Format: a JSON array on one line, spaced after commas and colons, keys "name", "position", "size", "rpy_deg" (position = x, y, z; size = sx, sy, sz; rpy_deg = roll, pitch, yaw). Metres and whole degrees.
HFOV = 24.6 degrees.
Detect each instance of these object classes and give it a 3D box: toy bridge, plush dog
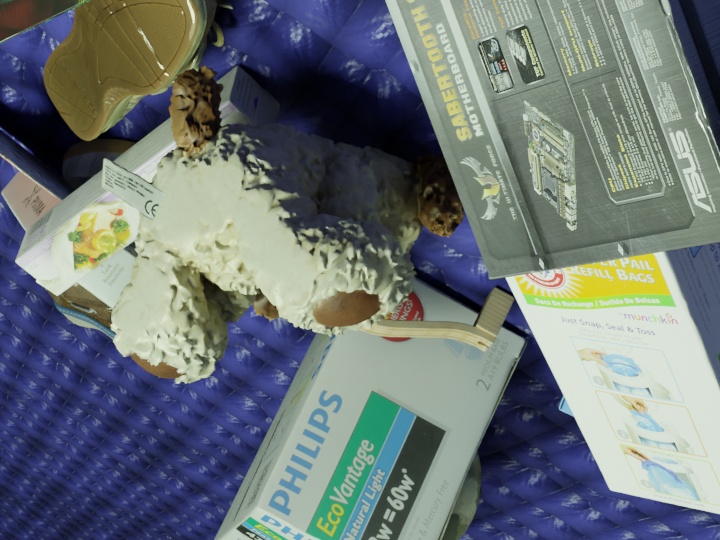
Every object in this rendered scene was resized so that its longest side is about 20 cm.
[{"name": "toy bridge", "position": [0.000, 0.000, 1.076], "size": [0.199, 0.068, 0.027], "rpy_deg": [29, 158, -3]}, {"name": "plush dog", "position": [-0.037, -0.030, 0.953], "size": [0.199, 0.162, 0.171], "rpy_deg": [-19, 168, 35]}]

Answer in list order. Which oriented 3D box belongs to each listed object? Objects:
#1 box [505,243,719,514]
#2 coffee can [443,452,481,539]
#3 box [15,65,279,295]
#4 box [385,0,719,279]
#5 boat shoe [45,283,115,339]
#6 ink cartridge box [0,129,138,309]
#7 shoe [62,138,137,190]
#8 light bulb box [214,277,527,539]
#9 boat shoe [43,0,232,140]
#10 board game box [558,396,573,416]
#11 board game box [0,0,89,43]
[{"name": "box", "position": [0.158, 0.014, 0.823], "size": [0.101, 0.113, 0.201], "rpy_deg": [8, 140, 41]}, {"name": "coffee can", "position": [0.010, 0.193, 1.375], "size": [0.146, 0.147, 0.200], "rpy_deg": [27, 158, 2]}, {"name": "box", "position": [-0.135, -0.053, 1.026], "size": [0.199, 0.042, 0.039], "rpy_deg": [-34, 120, 28]}, {"name": "box", "position": [0.079, -0.102, 0.655], "size": [0.158, 0.048, 0.201], "rpy_deg": [-12, 102, 58]}, {"name": "boat shoe", "position": [-0.206, 0.012, 1.339], "size": [0.199, 0.073, 0.072], "rpy_deg": [1, 145, 48]}, {"name": "ink cartridge box", "position": [-0.229, -0.048, 1.180], "size": [0.173, 0.044, 0.200], "rpy_deg": [38, 179, -25]}, {"name": "shoe", "position": [-0.137, -0.045, 1.158], "size": [0.199, 0.054, 0.070], "rpy_deg": [16, 155, 28]}, {"name": "light bulb box", "position": [0.002, 0.127, 1.173], "size": [0.124, 0.199, 0.200], "rpy_deg": [28, 159, -5]}, {"name": "boat shoe", "position": [-0.127, -0.137, 0.956], "size": [0.074, 0.063, 0.200], "rpy_deg": [59, 150, -5]}, {"name": "board game box", "position": [0.209, 0.071, 1.023], "size": [0.150, 0.037, 0.200], "rpy_deg": [25, 156, 9]}, {"name": "board game box", "position": [-0.143, -0.182, 0.795], "size": [0.199, 0.024, 0.105], "rpy_deg": [-17, 119, 33]}]
